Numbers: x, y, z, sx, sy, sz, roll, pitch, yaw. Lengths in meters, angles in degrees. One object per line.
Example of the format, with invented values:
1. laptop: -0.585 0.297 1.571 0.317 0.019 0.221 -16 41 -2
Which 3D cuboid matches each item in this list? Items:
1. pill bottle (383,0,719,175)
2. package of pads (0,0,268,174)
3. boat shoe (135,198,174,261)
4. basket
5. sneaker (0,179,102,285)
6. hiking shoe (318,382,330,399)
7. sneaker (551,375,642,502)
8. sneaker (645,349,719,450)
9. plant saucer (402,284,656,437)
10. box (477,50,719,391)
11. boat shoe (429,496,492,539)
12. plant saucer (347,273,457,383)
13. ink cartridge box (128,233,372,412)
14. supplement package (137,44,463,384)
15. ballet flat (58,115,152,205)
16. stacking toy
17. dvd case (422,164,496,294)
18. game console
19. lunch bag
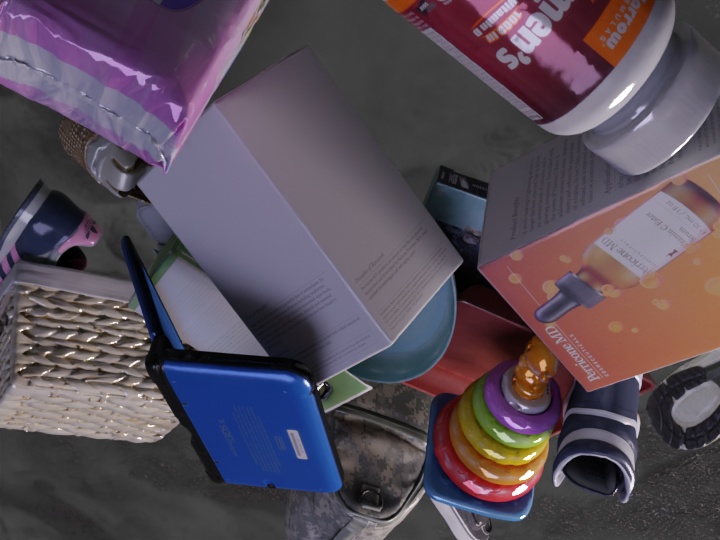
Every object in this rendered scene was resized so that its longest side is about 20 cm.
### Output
1. pill bottle: 0.111 -0.150 0.554 0.198 0.111 0.109 34 139 -15
2. package of pads: -0.120 -0.167 0.558 0.119 0.202 0.076 29 146 -11
3. boat shoe: -0.135 -0.002 0.874 0.073 0.066 0.203 -10 135 31
4. basket: -0.263 0.088 0.937 0.197 0.126 0.135 11 149 -30
5. sneaker: -0.318 -0.006 0.936 0.081 0.071 0.200 31 142 -15
6. hiking shoe: -0.025 0.082 0.905 0.075 0.102 0.198 39 137 -27
7. sneaker: 0.202 0.153 0.808 0.069 0.110 0.201 8 150 16
8. sneaker: 0.332 0.071 0.794 0.199 0.088 0.078 -40 77 29
9. plant saucer: 0.136 0.084 0.874 0.197 0.037 0.200 23 150 -11
10. box: 0.206 -0.027 0.659 0.198 0.107 0.152 -27 122 35
11. boat shoe: 0.129 0.260 1.097 0.065 0.071 0.201 -19 135 13
12. plant saucer: 0.000 0.000 0.799 0.197 0.027 0.204 19 125 29
13. ink cartridge box: -0.092 0.047 0.813 0.198 0.048 0.145 33 149 -13
14. supplement package: -0.043 -0.037 0.701 0.121 0.120 0.201 -30 99 44
15. ballet flat: -0.165 -0.080 0.777 0.196 0.066 0.072 19 118 2
16. stacking toy: 0.131 0.118 0.817 0.108 0.117 0.202 14 138 -4
17. dvd case: 0.137 -0.004 0.803 0.196 0.022 0.147 18 142 -3
18. game console: -0.098 0.078 0.747 0.167 0.120 0.201 3 146 10
19. lunch bag: -0.008 0.221 1.012 0.137 0.170 0.201 22 142 -7
